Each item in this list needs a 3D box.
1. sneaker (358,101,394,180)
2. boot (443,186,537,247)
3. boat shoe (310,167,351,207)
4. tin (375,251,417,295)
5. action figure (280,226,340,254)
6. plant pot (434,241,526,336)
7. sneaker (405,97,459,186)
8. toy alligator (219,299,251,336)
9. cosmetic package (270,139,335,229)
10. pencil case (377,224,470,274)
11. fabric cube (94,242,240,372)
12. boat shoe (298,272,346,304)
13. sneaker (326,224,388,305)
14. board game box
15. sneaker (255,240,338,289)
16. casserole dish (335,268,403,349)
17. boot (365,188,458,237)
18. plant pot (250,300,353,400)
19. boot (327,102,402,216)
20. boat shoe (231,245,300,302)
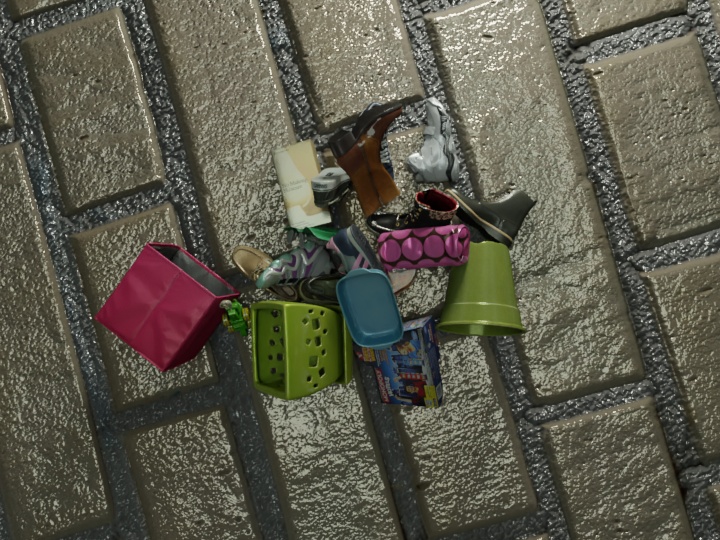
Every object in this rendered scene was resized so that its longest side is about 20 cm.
[{"bbox_3d":[0.043,-0.286,1.289,0.069,0.108,0.202,-13,88,-14],"label":"sneaker"},{"bbox_3d":[0.300,-0.162,1.305,0.199,0.077,0.139,37,87,-11],"label":"boot"},{"bbox_3d":[-0.062,-0.191,1.267,0.070,0.200,0.064,8,113,18],"label":"boat shoe"},{"bbox_3d":[0.040,0.020,1.327,0.199,0.042,0.113,-30,92,2],"label":"tin"},{"bbox_3d":[-0.074,-0.071,1.269,0.118,0.199,0.055,20,102,41],"label":"action figure"},{"bbox_3d":[0.271,0.040,1.254,0.198,0.200,0.192,4,78,3],"label":"plant pot"},{"bbox_3d":[0.155,-0.295,1.305,0.114,0.075,0.202,-15,92,0],"label":"sneaker"},{"bbox_3d":[-0.287,0.093,1.276,0.059,0.200,0.055,-15,62,-4],"label":"toy alligator"},{"bbox_3d":[-0.135,-0.194,1.319,0.104,0.071,0.202,-16,89,3],"label":"cosmetic package"},{"bbox_3d":[0.140,-0.045,1.228,0.198,0.091,0.095,-7,67,28],"label":"pencil case"},{"bbox_3d":[-0.427,0.077,1.269,0.199,0.196,0.200,37,93,2],"label":"fabric cube"},{"bbox_3d":[-0.036,0.041,1.248,0.199,0.066,0.073,0,82,-22],"label":"boat shoe"},{"bbox_3d":[0.000,0.000,1.218,0.081,0.070,0.201,-23,107,20],"label":"sneaker"},{"bbox_3d":[0.082,0.206,1.285,0.198,0.062,0.202,-2,109,32],"label":"board game box"},{"bbox_3d":[-0.129,0.021,1.278,0.199,0.078,0.140,-36,88,-31],"label":"sneaker"},{"bbox_3d":[0.022,0.077,1.190,0.120,0.039,0.202,-12,116,14],"label":"casserole dish"},{"bbox_3d":[0.117,-0.124,1.262,0.198,0.151,0.074,17,60,0],"label":"boot"},{"bbox_3d":[-0.125,0.166,1.241,0.180,0.198,0.202,-1,88,-32],"label":"plant pot"},{"bbox_3d":[0.047,-0.244,1.235,0.188,0.068,0.201,-40,122,-14],"label":"boot"},{"bbox_3d":[-0.222,0.007,1.324,0.199,0.065,0.072,33,91,2],"label":"boat shoe"}]
